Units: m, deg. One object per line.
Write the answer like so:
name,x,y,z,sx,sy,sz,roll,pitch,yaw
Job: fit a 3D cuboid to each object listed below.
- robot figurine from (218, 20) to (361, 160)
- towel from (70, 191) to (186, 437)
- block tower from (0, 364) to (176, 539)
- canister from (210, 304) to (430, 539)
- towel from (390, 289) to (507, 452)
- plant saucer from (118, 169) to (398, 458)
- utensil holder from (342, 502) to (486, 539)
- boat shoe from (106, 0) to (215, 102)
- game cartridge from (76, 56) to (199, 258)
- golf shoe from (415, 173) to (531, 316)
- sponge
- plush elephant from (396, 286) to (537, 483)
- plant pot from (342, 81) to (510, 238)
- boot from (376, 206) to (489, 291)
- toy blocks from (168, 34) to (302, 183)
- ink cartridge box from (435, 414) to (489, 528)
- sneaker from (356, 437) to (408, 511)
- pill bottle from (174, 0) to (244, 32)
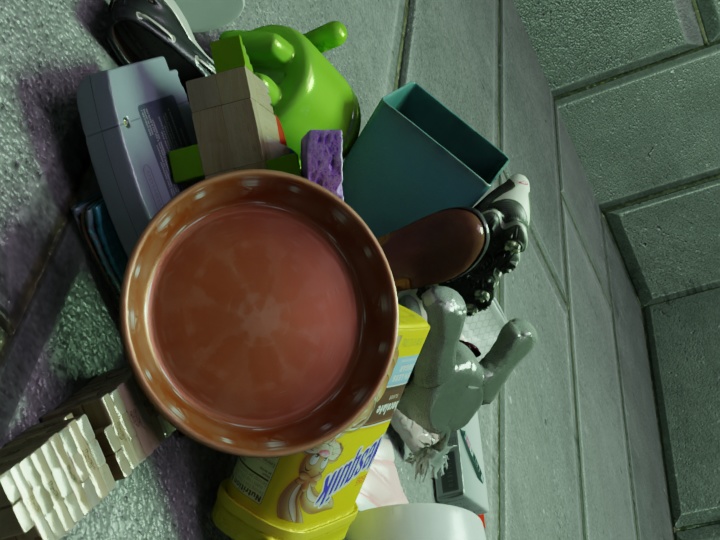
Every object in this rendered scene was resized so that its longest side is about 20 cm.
robot figurine,-0.073,-0.171,1.086,0.200,0.115,0.177,37,64,-60
towel,-0.154,0.017,0.874,0.201,0.022,0.147,68,22,-15
block tower,-0.182,0.116,0.684,0.054,0.057,0.200,69,23,-9
canister,-0.028,0.120,0.872,0.148,0.086,0.201,5,109,-65
towel,0.087,0.089,1.238,0.032,0.191,0.201,27,-26,57
plant saucer,-0.070,0.030,0.751,0.032,0.199,0.202,152,-76,-69
utensil holder,0.046,0.329,0.944,0.170,0.169,0.201,45,33,-51
boat shoe,-0.151,-0.164,0.945,0.200,0.073,0.061,55,28,-34
game cartridge,-0.156,-0.065,0.848,0.133,0.041,0.202,-42,116,-63
golf shoe,0.127,-0.019,1.126,0.077,0.200,0.088,30,54,-7
sponge,-0.032,-0.057,0.889,0.200,0.030,0.113,-129,-144,-84
plush elephant,0.062,0.099,1.121,0.164,0.155,0.201,12,103,-40
plant pot,0.039,-0.075,1.160,0.141,0.200,0.141,38,23,2
boot,0.000,0.000,0.972,0.199,0.187,0.069,-18,95,-50
toy blocks,-0.087,-0.077,0.887,0.137,0.099,0.202,9,68,-81
ink cartridge box,0.143,0.231,1.433,0.174,0.043,0.201,42,37,-52
sneaker,0.023,0.230,1.082,0.200,0.075,0.105,48,37,-41
pill bottle,-0.161,-0.330,0.989,0.112,0.112,0.202,27,50,-62
